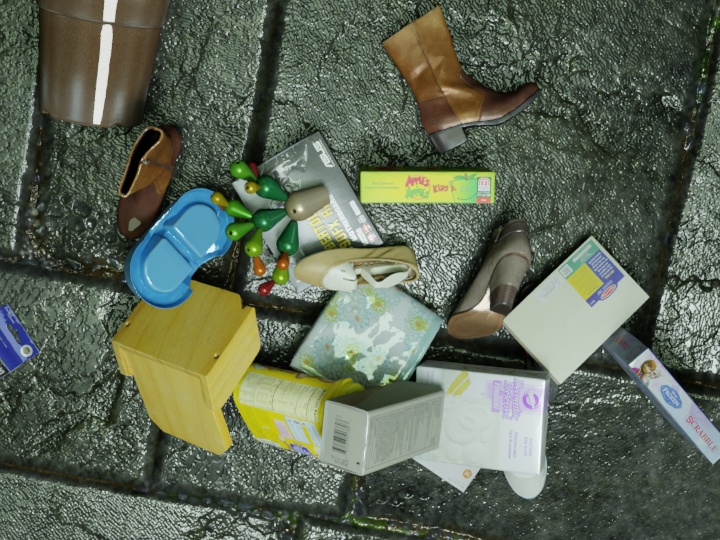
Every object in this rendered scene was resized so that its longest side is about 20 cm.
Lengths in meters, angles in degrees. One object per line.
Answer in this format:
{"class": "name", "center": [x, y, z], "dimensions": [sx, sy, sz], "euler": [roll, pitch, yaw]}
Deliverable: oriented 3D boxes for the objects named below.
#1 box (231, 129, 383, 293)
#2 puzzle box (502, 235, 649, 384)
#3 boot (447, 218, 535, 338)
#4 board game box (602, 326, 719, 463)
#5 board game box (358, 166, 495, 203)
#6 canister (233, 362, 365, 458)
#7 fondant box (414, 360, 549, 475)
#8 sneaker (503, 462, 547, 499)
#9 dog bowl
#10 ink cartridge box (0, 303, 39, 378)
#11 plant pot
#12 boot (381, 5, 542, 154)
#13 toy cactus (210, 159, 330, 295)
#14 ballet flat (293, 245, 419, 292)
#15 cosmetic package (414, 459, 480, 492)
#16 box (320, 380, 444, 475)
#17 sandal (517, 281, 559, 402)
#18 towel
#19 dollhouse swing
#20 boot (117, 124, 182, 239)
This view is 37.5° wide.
{"class": "box", "center": [-0.080, -0.091, 1.632], "dimensions": [0.158, 0.048, 0.201], "euler": [-29, 99, 3]}
{"class": "puzzle box", "center": [0.332, 0.061, 1.644], "dimensions": [0.200, 0.025, 0.133], "euler": [-42, 84, -8]}
{"class": "boot", "center": [0.202, 0.011, 1.634], "dimensions": [0.070, 0.200, 0.147], "euler": [22, 63, -18]}
{"class": "board game box", "center": [0.456, 0.179, 1.618], "dimensions": [0.041, 0.200, 0.200], "euler": [-41, 99, 4]}
{"class": "board game box", "center": [0.097, -0.130, 1.603], "dimensions": [0.198, 0.102, 0.048], "euler": [0, 100, -2]}
{"class": "canister", "center": [-0.082, 0.218, 1.603], "dimensions": [0.199, 0.087, 0.149], "euler": [9, 137, 34]}
{"class": "fondant box", "center": [0.182, 0.221, 1.610], "dimensions": [0.198, 0.058, 0.146], "euler": [4, 96, 17]}
{"class": "sneaker", "center": [0.251, 0.272, 1.678], "dimensions": [0.076, 0.081, 0.202], "euler": [-5, 104, 16]}
{"class": "dog bowl", "center": [-0.275, -0.034, 1.592], "dimensions": [0.112, 0.049, 0.200], "euler": [49, 64, -26]}
{"class": "ink cartridge box", "center": [-0.614, 0.144, 1.666], "dimensions": [0.199, 0.037, 0.095], "euler": [-31, 99, 2]}
{"class": "plant pot", "center": [-0.378, -0.318, 1.521], "dimensions": [0.198, 0.200, 0.200], "euler": [11, 107, -3]}
{"class": "boot", "center": [0.155, -0.304, 1.608], "dimensions": [0.187, 0.068, 0.201], "euler": [-25, 92, 10]}
{"class": "toy cactus", "center": [-0.125, -0.079, 1.576], "dimensions": [0.164, 0.102, 0.202], "euler": [-24, 98, -15]}
{"class": "ballet flat", "center": [0.000, 0.000, 1.596], "dimensions": [0.198, 0.063, 0.069], "euler": [-9, 137, -22]}
{"class": "cosmetic package", "center": [0.105, 0.263, 1.697], "dimensions": [0.199, 0.051, 0.083], "euler": [34, 98, -7]}
{"class": "box", "center": [0.035, 0.222, 1.524], "dimensions": [0.077, 0.199, 0.096], "euler": [11, 98, 35]}
{"class": "sandal", "center": [0.289, 0.118, 1.680], "dimensions": [0.074, 0.045, 0.202], "euler": [-5, 100, 1]}
{"class": "towel", "center": [0.009, 0.112, 1.640], "dimensions": [0.171, 0.048, 0.201], "euler": [34, 79, -3]}
{"class": "dollhouse swing", "center": [-0.244, 0.145, 1.618], "dimensions": [0.182, 0.199, 0.176], "euler": [-57, 142, -26]}
{"class": "boot", "center": [-0.314, -0.121, 1.536], "dimensions": [0.068, 0.200, 0.189], "euler": [32, 97, -8]}
